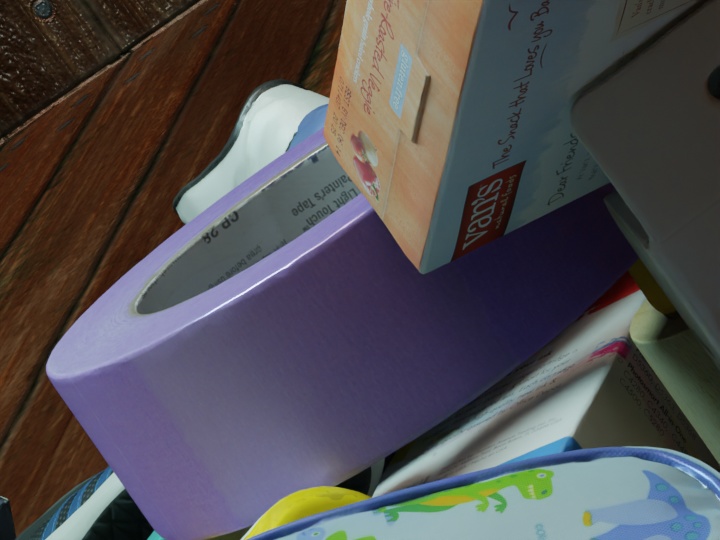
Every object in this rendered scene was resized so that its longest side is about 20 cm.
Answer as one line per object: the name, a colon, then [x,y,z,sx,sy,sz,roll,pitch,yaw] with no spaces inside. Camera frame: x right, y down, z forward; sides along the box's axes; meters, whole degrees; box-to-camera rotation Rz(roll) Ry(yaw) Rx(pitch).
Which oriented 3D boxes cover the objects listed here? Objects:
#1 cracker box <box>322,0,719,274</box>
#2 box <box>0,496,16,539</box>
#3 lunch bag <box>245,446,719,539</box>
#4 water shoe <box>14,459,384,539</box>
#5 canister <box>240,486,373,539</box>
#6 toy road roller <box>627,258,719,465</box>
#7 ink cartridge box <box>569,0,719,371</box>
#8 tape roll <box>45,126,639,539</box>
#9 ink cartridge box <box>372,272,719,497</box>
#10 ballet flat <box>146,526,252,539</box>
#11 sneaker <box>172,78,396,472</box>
cracker box: [0.091,-0.093,0.803,0.199,0.058,0.134,-26,-25,-22]
box: [-0.196,0.198,1.137,0.051,0.158,0.200,15,42,24]
lunch bag: [0.047,0.134,0.707,0.160,0.083,0.200,-16,36,-5]
water shoe: [-0.076,0.088,1.086,0.200,0.072,0.079,-33,25,23]
canister: [-0.051,0.162,0.884,0.149,0.086,0.200,-57,4,-35]
toy road roller: [0.164,-0.008,0.977,0.146,0.123,0.200,-35,12,9]
ink cartridge box: [0.150,-0.001,0.818,0.116,0.200,0.068,-36,13,2]
tape roll: [0.000,0.000,0.933,0.200,0.066,0.200,-32,11,7]
ink cartridge box: [0.070,0.071,1.069,0.116,0.067,0.200,-29,15,36]
ballet flat: [-0.079,0.136,1.027,0.200,0.064,0.067,-44,10,26]
sneaker: [-0.014,0.005,1.189,0.080,0.200,0.115,-21,32,-26]
